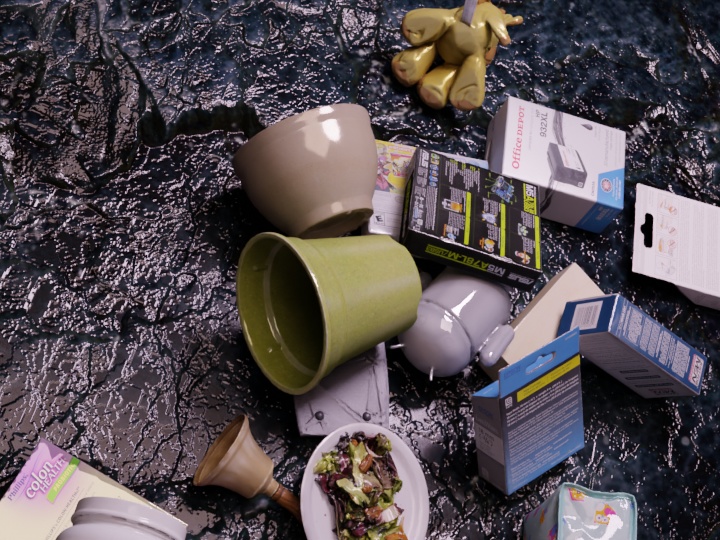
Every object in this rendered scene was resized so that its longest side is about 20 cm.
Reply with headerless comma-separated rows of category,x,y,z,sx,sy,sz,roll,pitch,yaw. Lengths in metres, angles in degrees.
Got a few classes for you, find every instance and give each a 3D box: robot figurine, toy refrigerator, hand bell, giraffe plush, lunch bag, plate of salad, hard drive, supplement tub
robot figurine,0.127,0.065,1.612,0.169,0.114,0.200,31,54,26
toy refrigerator,0.258,0.086,1.685,0.076,0.070,0.200,46,61,0
hand bell,-0.098,0.279,1.476,0.199,0.104,0.105,39,58,-13
giraffe plush,0.161,-0.357,1.830,0.172,0.201,0.162,37,30,6
lunch bag,0.270,0.387,1.482,0.120,0.171,0.202,9,63,-6
plate of salad,0.013,0.290,1.487,0.198,0.048,0.203,10,72,-33
hard drive,-0.033,0.128,1.580,0.133,0.042,0.202,3,64,-17
supplement tub,-0.263,0.350,1.225,0.143,0.145,0.202,18,61,-9

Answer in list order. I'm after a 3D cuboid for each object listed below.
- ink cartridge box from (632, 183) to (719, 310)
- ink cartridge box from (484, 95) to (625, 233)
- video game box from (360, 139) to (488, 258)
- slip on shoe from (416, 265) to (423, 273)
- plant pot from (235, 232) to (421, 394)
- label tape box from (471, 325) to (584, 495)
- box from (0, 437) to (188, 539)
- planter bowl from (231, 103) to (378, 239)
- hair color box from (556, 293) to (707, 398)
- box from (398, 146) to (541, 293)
ink cartridge box,0.506,-0.033,1.840,0.198,0.050,0.163,14,62,-7
ink cartridge box,0.294,-0.160,1.805,0.198,0.084,0.147,15,62,-11
video game box,0.095,-0.097,1.711,0.198,0.047,0.184,10,52,-14
slip on shoe,0.000,0.000,1.642,0.198,0.061,0.077,11,62,-13
plant pot,-0.030,0.035,1.508,0.183,0.200,0.202,-14,70,-36
label tape box,0.219,0.172,1.560,0.143,0.202,0.063,-25,34,-28
box,-0.329,0.325,1.354,0.199,0.097,0.177,31,60,-3
planter bowl,-0.058,-0.117,1.607,0.198,0.200,0.136,-17,77,-25
hair color box,0.377,0.108,1.651,0.199,0.100,0.061,33,65,-29
box,0.154,-0.074,1.638,0.191,0.048,0.201,19,39,-9
